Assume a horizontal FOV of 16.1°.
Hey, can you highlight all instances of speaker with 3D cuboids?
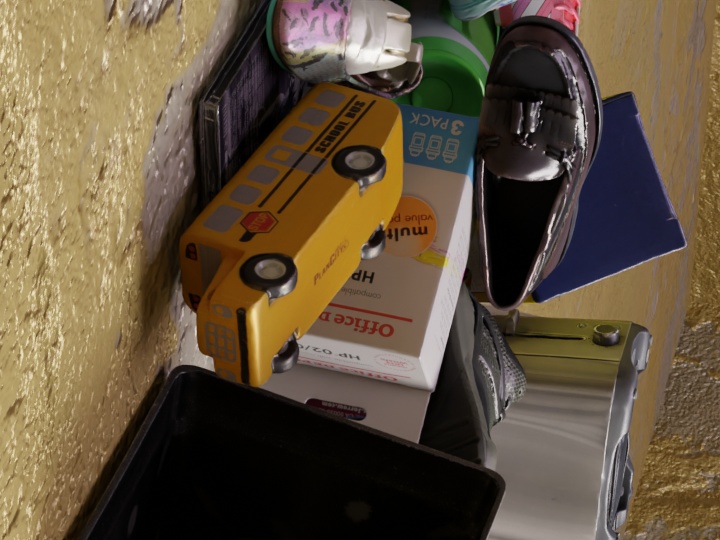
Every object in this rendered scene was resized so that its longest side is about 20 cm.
[{"bbox_3d":[0.052,-0.144,1.729,0.200,0.088,0.089,-80,175,-68],"label":"speaker"}]

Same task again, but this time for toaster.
[{"bbox_3d":[0.125,0.121,1.760,0.114,0.129,0.200,-62,158,-59],"label":"toaster"}]

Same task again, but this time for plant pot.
[{"bbox_3d":[-0.054,0.203,1.406,0.200,0.199,0.178,-64,172,-50],"label":"plant pot"}]

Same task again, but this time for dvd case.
[{"bbox_3d":[-0.057,-0.091,1.517,0.200,0.016,0.149,-64,159,-50],"label":"dvd case"}]

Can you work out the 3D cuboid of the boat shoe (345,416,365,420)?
[{"bbox_3d":[-0.024,0.146,1.588,0.200,0.069,0.084,-24,119,-49],"label":"boat shoe"}]

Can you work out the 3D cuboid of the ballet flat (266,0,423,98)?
[{"bbox_3d":[0.001,-0.138,1.533,0.200,0.071,0.069,18,83,-77],"label":"ballet flat"}]

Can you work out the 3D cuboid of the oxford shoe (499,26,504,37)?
[{"bbox_3d":[0.060,-0.134,1.862,0.071,0.074,0.200,86,19,-47],"label":"oxford shoe"}]

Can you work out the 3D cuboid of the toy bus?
[{"bbox_3d":[-0.039,-0.023,1.433,0.200,0.078,0.065,-52,152,-42],"label":"toy bus"}]

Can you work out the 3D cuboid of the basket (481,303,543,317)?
[{"bbox_3d":[0.090,0.111,2.055,0.200,0.135,0.124,-42,143,-69],"label":"basket"}]

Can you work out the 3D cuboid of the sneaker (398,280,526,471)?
[{"bbox_3d":[0.063,0.098,1.589,0.114,0.076,0.200,35,42,-53],"label":"sneaker"}]

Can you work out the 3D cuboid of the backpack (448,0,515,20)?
[{"bbox_3d":[0.087,-0.252,1.643,0.151,0.177,0.200,63,26,-5],"label":"backpack"}]

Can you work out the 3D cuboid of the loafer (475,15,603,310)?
[{"bbox_3d":[0.102,-0.058,1.526,0.200,0.072,0.063,91,18,-45],"label":"loafer"}]

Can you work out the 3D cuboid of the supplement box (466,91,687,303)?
[{"bbox_3d":[0.126,-0.046,1.720,0.200,0.109,0.109,180,-111,-79],"label":"supplement box"}]

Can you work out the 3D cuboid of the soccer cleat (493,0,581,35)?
[{"bbox_3d":[0.130,-0.202,1.771,0.067,0.076,0.200,67,15,-60],"label":"soccer cleat"}]

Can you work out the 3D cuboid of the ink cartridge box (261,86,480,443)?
[{"bbox_3d":[0.000,0.000,1.538,0.068,0.115,0.200,69,33,-68],"label":"ink cartridge box"}]

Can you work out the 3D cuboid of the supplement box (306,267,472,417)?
[{"bbox_3d":[0.005,0.101,1.743,0.131,0.103,0.200,-52,150,-67],"label":"supplement box"}]
